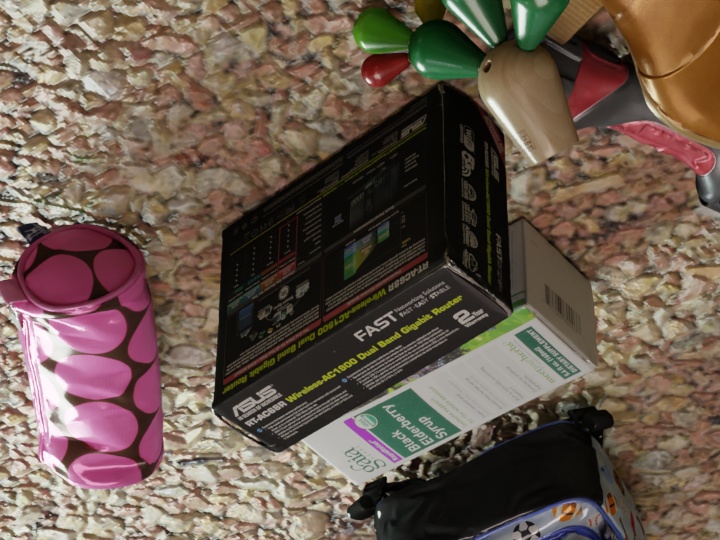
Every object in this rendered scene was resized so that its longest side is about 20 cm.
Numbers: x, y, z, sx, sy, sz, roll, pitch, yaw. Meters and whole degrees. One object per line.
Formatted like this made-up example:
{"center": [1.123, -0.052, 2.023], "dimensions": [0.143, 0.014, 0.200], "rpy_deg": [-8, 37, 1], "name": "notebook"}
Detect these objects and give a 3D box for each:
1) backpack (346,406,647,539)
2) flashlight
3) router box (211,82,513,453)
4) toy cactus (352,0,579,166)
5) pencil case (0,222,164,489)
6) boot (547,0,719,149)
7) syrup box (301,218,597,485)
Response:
{"center": [0.122, 0.213, 1.745], "dimensions": [0.199, 0.155, 0.191], "rpy_deg": [-21, 143, 19], "name": "backpack"}
{"center": [0.167, -0.084, 1.479], "dimensions": [0.199, 0.068, 0.068], "rpy_deg": [26, 158, -25], "name": "flashlight"}
{"center": [0.000, 0.000, 1.510], "dimensions": [0.200, 0.150, 0.062], "rpy_deg": [-32, 128, 32], "name": "router box"}
{"center": [0.068, -0.136, 1.372], "dimensions": [0.200, 0.102, 0.166], "rpy_deg": [-28, 90, 40], "name": "toy cactus"}
{"center": [-0.180, 0.061, 1.631], "dimensions": [0.093, 0.091, 0.201], "rpy_deg": [-27, 139, -21], "name": "pencil case"}
{"center": [0.202, -0.152, 1.396], "dimensions": [0.201, 0.071, 0.144], "rpy_deg": [28, 134, -18], "name": "boot"}
{"center": [0.050, 0.056, 1.619], "dimensions": [0.199, 0.082, 0.079], "rpy_deg": [-29, 128, 27], "name": "syrup box"}
